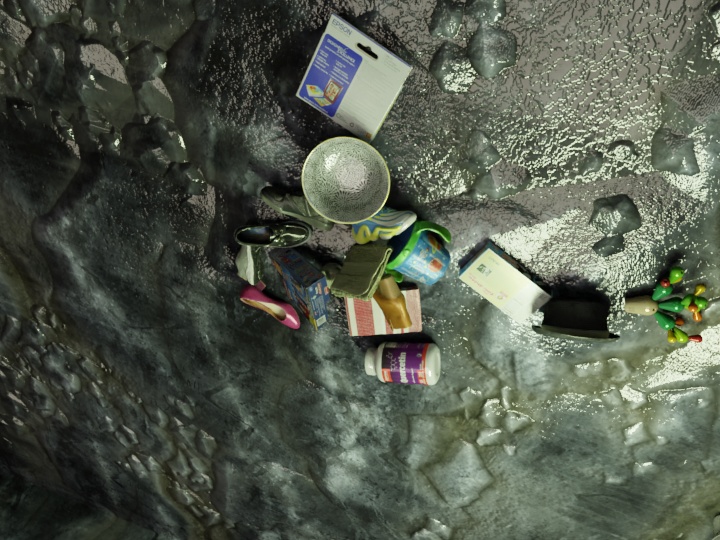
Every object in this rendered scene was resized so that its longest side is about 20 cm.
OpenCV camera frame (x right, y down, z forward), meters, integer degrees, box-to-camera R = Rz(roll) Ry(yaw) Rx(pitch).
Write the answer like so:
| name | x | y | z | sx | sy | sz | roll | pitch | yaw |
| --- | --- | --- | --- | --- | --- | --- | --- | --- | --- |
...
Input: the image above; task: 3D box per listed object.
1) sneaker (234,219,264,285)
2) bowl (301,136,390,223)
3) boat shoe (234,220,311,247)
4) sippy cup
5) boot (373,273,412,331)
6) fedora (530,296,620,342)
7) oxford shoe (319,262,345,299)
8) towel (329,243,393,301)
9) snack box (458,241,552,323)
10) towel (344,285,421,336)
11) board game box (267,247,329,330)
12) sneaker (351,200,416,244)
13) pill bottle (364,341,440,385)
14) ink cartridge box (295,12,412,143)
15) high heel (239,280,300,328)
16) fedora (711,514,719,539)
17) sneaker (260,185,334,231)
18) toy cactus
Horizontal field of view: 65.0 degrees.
| name | x | y | z | sx | sy | sz | roll | pitch | yaw |
| --- | --- | --- | --- | --- | --- | --- | --- | --- | --- |
| sneaker | -0.309 | -0.050 | 1.540 | 0.079 | 0.074 | 0.201 | 20 | 128 | 13 |
| bowl | -0.030 | -0.218 | 1.296 | 0.199 | 0.094 | 0.203 | 2 | 117 | 4 |
| boat shoe | -0.224 | -0.088 | 1.447 | 0.198 | 0.057 | 0.069 | -4 | 99 | -6 |
| sippy cup | 0.140 | -0.037 | 1.356 | 0.130 | 0.140 | 0.178 | 33 | 169 | -17 |
| boot | 0.054 | 0.075 | 1.410 | 0.201 | 0.070 | 0.145 | 13 | 125 | 67 |
| fedora | 0.504 | 0.110 | 1.321 | 0.199 | 0.200 | 0.093 | 5 | 92 | 17 |
| oxford shoe | -0.031 | 0.041 | 1.513 | 0.199 | 0.058 | 0.075 | 35 | 112 | -24 |
| towel | 0.000 | 0.000 | 1.372 | 0.036 | 0.149 | 0.200 | 31 | 168 | -24 |
| snack box | 0.352 | 0.032 | 1.375 | 0.199 | 0.037 | 0.116 | 37 | 127 | -7 |
| towel | 0.062 | 0.111 | 1.513 | 0.198 | 0.023 | 0.145 | -5 | 122 | 4 |
| board game box | -0.162 | 0.028 | 1.508 | 0.200 | 0.061 | 0.201 | 46 | 158 | 30 |
| sneaker | 0.037 | -0.128 | 1.340 | 0.199 | 0.076 | 0.106 | -17 | 110 | 45 |
| pill bottle | 0.117 | 0.256 | 1.567 | 0.198 | 0.113 | 0.113 | -1 | 123 | 20 |
| ink cartridge box | -0.014 | -0.407 | 1.206 | 0.197 | 0.047 | 0.200 | 33 | 126 | -2 |
| high heel | -0.258 | 0.114 | 1.617 | 0.067 | 0.096 | 0.200 | -28 | 110 | 33 |
| fedora | 1.056 | 0.728 | 1.562 | 0.198 | 0.091 | 0.178 | -2 | 124 | 14 |
| sneaker | -0.144 | -0.184 | 1.387 | 0.198 | 0.076 | 0.115 | 23 | 126 | 0 |
| toy cactus | 0.684 | 0.086 | 1.267 | 0.164 | 0.103 | 0.201 | -3 | 131 | 33 |
